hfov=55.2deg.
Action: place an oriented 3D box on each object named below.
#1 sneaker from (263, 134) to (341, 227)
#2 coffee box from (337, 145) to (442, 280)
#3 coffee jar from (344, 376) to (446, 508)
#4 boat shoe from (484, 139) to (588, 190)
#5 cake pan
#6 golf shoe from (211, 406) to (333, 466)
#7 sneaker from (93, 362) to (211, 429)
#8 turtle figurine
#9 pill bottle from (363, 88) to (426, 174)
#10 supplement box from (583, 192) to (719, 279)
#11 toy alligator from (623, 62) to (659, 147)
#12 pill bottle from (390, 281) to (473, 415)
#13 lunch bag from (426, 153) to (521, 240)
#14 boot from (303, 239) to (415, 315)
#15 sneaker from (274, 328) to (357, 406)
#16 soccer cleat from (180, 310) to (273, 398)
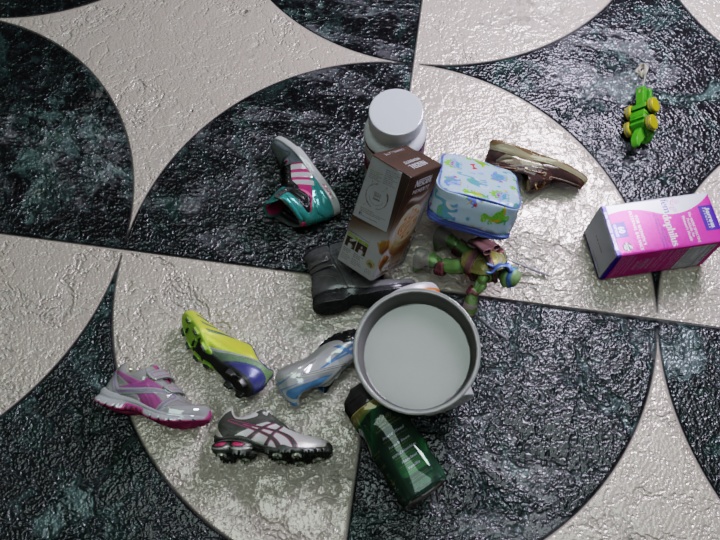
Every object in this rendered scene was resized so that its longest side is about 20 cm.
[{"bbox_3d":[-0.140,-0.158,1.299,0.120,0.084,0.201,-32,71,-22],"label":"sneaker"},{"bbox_3d":[0.048,-0.098,1.164,0.079,0.202,0.114,32,33,21],"label":"coffee box"},{"bbox_3d":[0.051,0.270,1.098,0.085,0.105,0.201,-30,70,-11],"label":"coffee jar"},{"bbox_3d":[0.332,-0.186,1.316,0.198,0.072,0.073,20,99,-2],"label":"boat shoe"},{"bbox_3d":[0.087,0.128,1.077,0.197,0.037,0.203,-2,68,5],"label":"cake pan"},{"bbox_3d":[-0.141,0.268,1.120,0.197,0.077,0.089,4,60,2],"label":"golf shoe"},{"bbox_3d":[-0.338,0.205,1.146,0.198,0.082,0.089,14,69,6],"label":"sneaker"},{"bbox_3d":[0.201,0.013,1.222,0.193,0.199,0.145,27,92,33],"label":"turtle figurine"},{"bbox_3d":[0.062,-0.230,1.258,0.113,0.200,0.116,0,67,1],"label":"pill bottle"},{"bbox_3d":[0.523,-0.061,1.232,0.197,0.104,0.102,-8,66,-4],"label":"supplement box"},{"bbox_3d":[0.567,-0.320,1.370,0.054,0.059,0.202,31,62,-32],"label":"toy alligator"},{"bbox_3d":[0.113,0.131,1.153,0.108,0.110,0.202,-17,67,-6],"label":"pill bottle"},{"bbox_3d":[0.199,-0.136,1.229,0.159,0.083,0.201,16,29,0],"label":"lunch bag"},{"bbox_3d":[0.000,0.000,1.238,0.197,0.070,0.133,-5,58,-8],"label":"boot"},{"bbox_3d":[-0.051,0.159,1.175,0.199,0.072,0.073,-29,104,-18],"label":"sneaker"},{"bbox_3d":[-0.233,0.138,1.194,0.200,0.065,0.083,40,43,21],"label":"soccer cleat"}]
